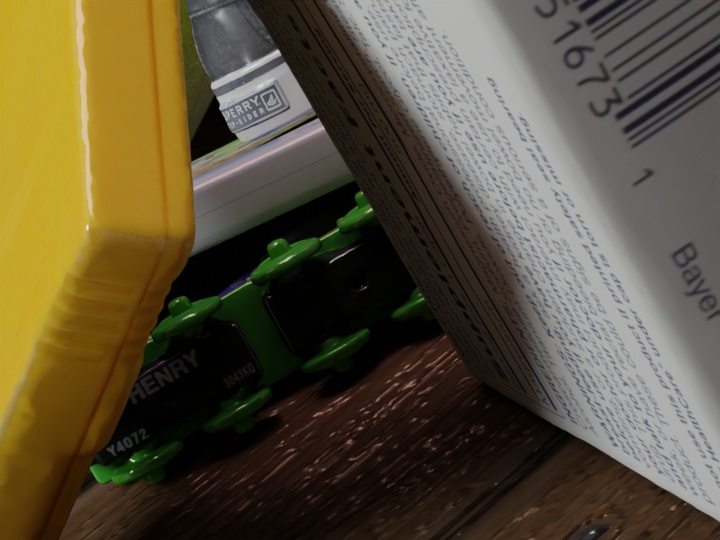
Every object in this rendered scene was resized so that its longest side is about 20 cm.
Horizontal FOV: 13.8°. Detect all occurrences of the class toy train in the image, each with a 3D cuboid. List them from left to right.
[{"bbox_3d":[0.000,0.000,0.845,0.200,0.042,0.056,-30,6,-6],"label":"toy train"}]

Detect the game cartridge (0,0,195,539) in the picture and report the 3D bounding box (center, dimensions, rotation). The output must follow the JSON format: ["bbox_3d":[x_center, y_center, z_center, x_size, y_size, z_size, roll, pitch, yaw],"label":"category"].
[{"bbox_3d":[-0.080,-0.021,0.712,0.200,0.032,0.177,121,150,-50],"label":"game cartridge"}]

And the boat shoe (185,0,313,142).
[{"bbox_3d":[0.015,-0.105,0.956,0.072,0.068,0.200,-20,8,46],"label":"boat shoe"}]

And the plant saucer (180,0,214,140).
[{"bbox_3d":[-0.075,-0.109,1.160,0.201,0.048,0.200,-63,14,7],"label":"plant saucer"}]

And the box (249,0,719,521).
[{"bbox_3d":[0.053,-0.058,0.666,0.105,0.184,0.200,-34,17,-10],"label":"box"}]

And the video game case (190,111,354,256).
[{"bbox_3d":[-0.022,-0.037,0.964,0.199,0.022,0.182,-25,5,10],"label":"video game case"}]

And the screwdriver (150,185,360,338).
[{"bbox_3d":[-0.058,0.024,0.899,0.200,0.029,0.028,-32,16,0],"label":"screwdriver"}]
